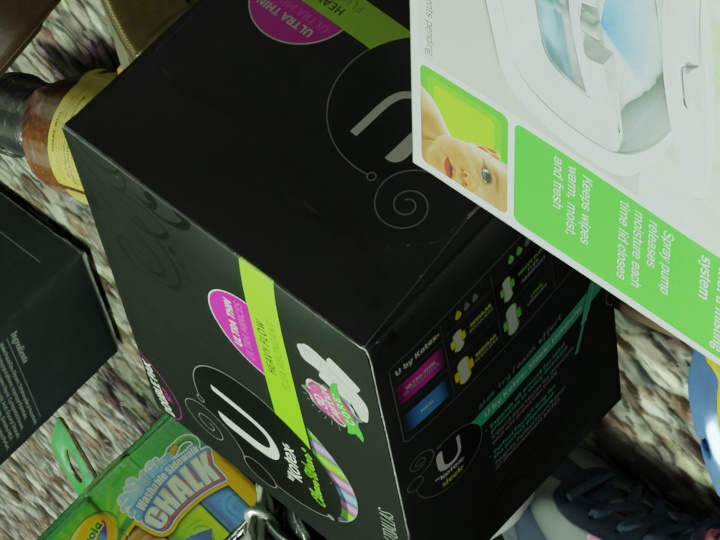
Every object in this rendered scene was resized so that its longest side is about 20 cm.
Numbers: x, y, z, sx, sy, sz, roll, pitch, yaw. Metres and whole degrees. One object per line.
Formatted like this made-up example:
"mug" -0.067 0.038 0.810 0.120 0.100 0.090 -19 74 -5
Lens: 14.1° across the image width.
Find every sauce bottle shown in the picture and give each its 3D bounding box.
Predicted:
"sauce bottle" -0.114 -0.060 1.332 0.200 0.066 0.066 19 147 51

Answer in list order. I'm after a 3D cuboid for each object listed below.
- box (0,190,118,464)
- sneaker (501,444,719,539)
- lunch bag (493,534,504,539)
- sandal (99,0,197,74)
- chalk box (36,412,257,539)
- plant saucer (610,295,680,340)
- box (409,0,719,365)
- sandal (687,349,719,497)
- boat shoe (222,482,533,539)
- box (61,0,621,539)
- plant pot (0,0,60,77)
"box" -0.262 0.045 1.626 0.148 0.200 0.107 36 159 27
"sneaker" 0.137 0.120 1.207 0.200 0.070 0.082 40 137 19
"lunch bag" 0.076 0.197 1.298 0.200 0.168 0.140 39 159 15
"sandal" -0.072 -0.090 1.186 0.054 0.080 0.201 53 163 44
"chalk box" -0.118 0.172 1.698 0.200 0.124 0.125 43 160 7
"plant saucer" 0.082 -0.055 1.006 0.200 0.029 0.200 38 159 18
"box" 0.107 -0.079 0.785 0.176 0.097 0.201 36 149 27
"sandal" 0.163 0.079 1.015 0.087 0.080 0.200 33 165 51
"boat shoe" -0.019 0.111 1.242 0.199 0.074 0.068 -26 140 33
"box" 0.000 0.000 1.055 0.148 0.124 0.200 35 159 26
"plant pot" -0.228 -0.150 1.220 0.198 0.201 0.200 42 161 -12
